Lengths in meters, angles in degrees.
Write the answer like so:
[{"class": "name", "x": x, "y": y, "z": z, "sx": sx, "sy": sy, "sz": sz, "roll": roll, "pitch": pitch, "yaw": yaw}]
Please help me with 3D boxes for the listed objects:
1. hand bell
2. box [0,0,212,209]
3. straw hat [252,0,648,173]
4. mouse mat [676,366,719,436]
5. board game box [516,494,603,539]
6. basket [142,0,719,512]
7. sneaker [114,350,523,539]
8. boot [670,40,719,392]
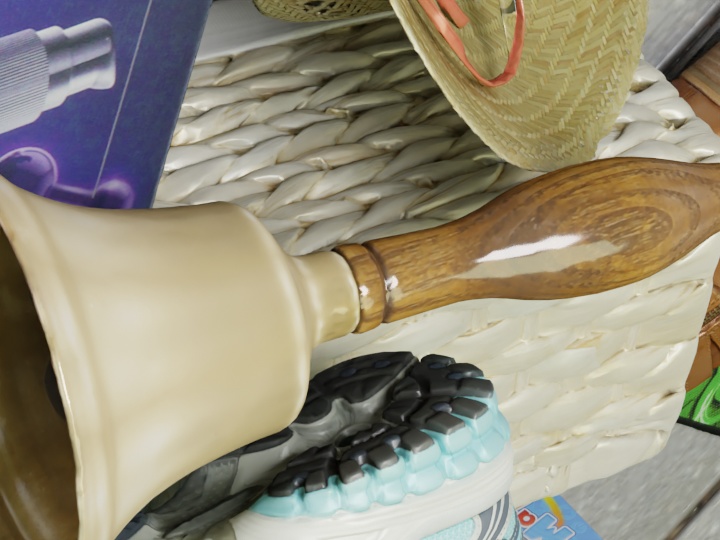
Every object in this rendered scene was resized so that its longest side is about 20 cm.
[{"class": "hand bell", "x": 0.006, "y": 0.003, "z": 0.654, "sx": 0.200, "sy": 0.104, "sz": 0.104, "roll": -14, "pitch": 133, "yaw": -23}, {"class": "box", "x": -0.135, "y": -0.091, "z": 0.632, "sx": 0.200, "sy": 0.104, "sz": 0.148, "roll": -8, "pitch": 128, "yaw": -37}, {"class": "straw hat", "x": -0.001, "y": -0.111, "z": 0.737, "sx": 0.085, "sy": 0.201, "sz": 0.201, "roll": -14, "pitch": 152, "yaw": 28}, {"class": "mouse mat", "x": 0.175, "y": -0.021, "z": 1.054, "sx": 0.161, "sy": 0.008, "sz": 0.200, "roll": 18, "pitch": 111, "yaw": -49}, {"class": "board game box", "x": 0.059, "y": 0.136, "z": 0.933, "sx": 0.037, "sy": 0.200, "sz": 0.151, "roll": -26, "pitch": 138, "yaw": -23}, {"class": "basket", "x": 0.000, "y": 0.000, "z": 0.819, "sx": 0.200, "sy": 0.123, "sz": 0.136, "roll": -18, "pitch": 134, "yaw": -31}, {"class": "sneaker", "x": -0.044, "y": 0.100, "z": 0.665, "sx": 0.200, "sy": 0.078, "sz": 0.086, "roll": -24, "pitch": 111, "yaw": -13}, {"class": "boot", "x": 0.149, "y": 0.003, "z": 0.992, "sx": 0.155, "sy": 0.074, "sz": 0.200, "roll": -47, "pitch": 127, "yaw": 1}]
